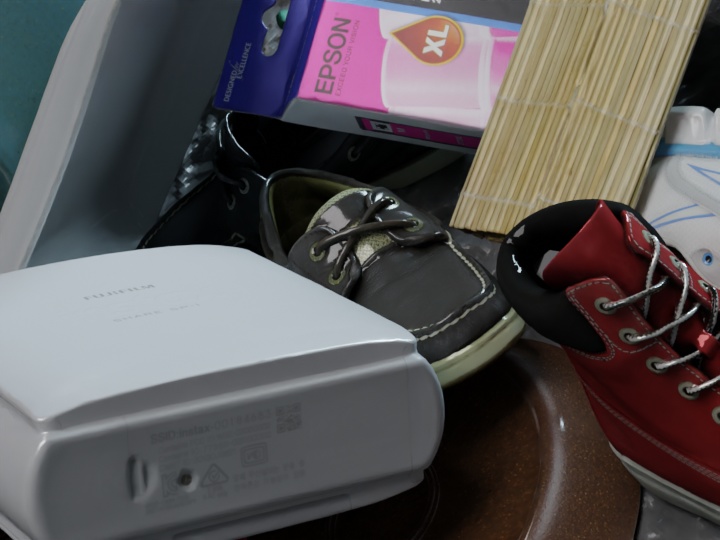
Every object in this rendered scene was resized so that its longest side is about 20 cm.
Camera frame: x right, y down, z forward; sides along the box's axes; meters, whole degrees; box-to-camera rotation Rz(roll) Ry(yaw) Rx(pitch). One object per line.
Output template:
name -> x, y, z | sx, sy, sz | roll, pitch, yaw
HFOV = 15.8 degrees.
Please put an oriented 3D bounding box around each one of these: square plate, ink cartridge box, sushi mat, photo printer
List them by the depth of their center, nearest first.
photo printer -> -0.085, 0.043, 0.993 | 0.166, 0.070, 0.200 | -11, 17, -25
sushi mat -> 0.100, -0.101, 1.024 | 0.096, 0.012, 0.201 | 20, 90, 52
ink cartridge box -> 0.038, -0.101, 1.100 | 0.199, 0.037, 0.095 | 10, 73, 17
square plate -> -0.105, -0.070, 1.134 | 0.199, 0.028, 0.200 | -65, -8, 26

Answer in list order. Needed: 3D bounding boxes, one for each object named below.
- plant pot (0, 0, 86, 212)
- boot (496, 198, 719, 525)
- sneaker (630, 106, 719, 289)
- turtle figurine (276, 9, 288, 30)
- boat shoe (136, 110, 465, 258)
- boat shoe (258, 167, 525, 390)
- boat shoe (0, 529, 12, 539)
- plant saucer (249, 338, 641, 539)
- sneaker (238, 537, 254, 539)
plant pot -> -0.189, -0.112, 1.176 | 0.199, 0.200, 0.189 | -13, 47, 34
boot -> 0.135, 0.040, 0.872 | 0.200, 0.144, 0.073 | 20, 66, 46
sneaker -> 0.171, -0.016, 0.962 | 0.199, 0.075, 0.087 | -9, 56, 48
turtle figurine -> 0.045, -0.179, 1.192 | 0.200, 0.101, 0.150 | -42, 9, 28
boat shoe -> -0.033, -0.052, 1.174 | 0.199, 0.066, 0.075 | -26, 41, 22
boat shoe -> 0.001, -0.001, 1.058 | 0.072, 0.066, 0.201 | -31, 19, -12
boat shoe -> -0.130, 0.075, 1.155 | 0.200, 0.076, 0.072 | -34, 72, 0
plant saucer -> 0.015, 0.102, 1.016 | 0.200, 0.034, 0.201 | -25, 43, 25
sneaker -> -0.086, 0.169, 0.967 | 0.070, 0.093, 0.201 | -41, 44, 42
